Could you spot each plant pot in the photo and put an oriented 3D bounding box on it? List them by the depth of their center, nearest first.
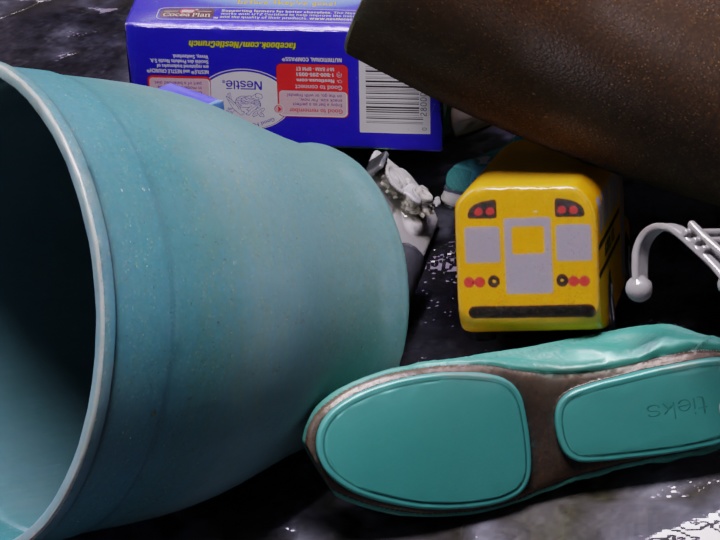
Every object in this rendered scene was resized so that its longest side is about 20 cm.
[{"bbox_3d":[-0.088,0.013,1.106,0.187,0.202,0.200,-2,17,-39],"label":"plant pot"},{"bbox_3d":[0.126,-0.116,1.142,0.199,0.187,0.187,35,34,3],"label":"plant pot"}]

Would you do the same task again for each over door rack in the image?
[{"bbox_3d":[0.221,0.042,1.071,0.200,0.067,0.147,33,24,36],"label":"over door rack"}]

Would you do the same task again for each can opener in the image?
[{"bbox_3d":[0.000,0.000,1.286,0.066,0.053,0.200,-36,15,22],"label":"can opener"}]

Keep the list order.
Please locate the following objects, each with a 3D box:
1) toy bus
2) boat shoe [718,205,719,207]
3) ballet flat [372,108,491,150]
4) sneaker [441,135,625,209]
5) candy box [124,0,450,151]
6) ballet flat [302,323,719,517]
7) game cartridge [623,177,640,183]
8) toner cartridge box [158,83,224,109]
[{"bbox_3d":[0.087,-0.015,1.204,0.065,0.079,0.200,-2,10,10],"label":"toy bus"},{"bbox_3d":[0.244,-0.039,1.273,0.199,0.071,0.072,1,-19,-30],"label":"boat shoe"},{"bbox_3d":[-0.008,-0.104,1.481,0.199,0.057,0.066,6,26,24],"label":"ballet flat"},{"bbox_3d":[0.109,-0.082,1.380,0.077,0.080,0.200,14,33,36],"label":"sneaker"},{"bbox_3d":[-0.030,-0.141,1.430,0.168,0.078,0.200,2,30,6],"label":"candy box"},{"bbox_3d":[0.070,0.063,1.116,0.198,0.068,0.070,-8,9,-9],"label":"ballet flat"},{"bbox_3d":[0.203,-0.082,1.300,0.198,0.133,0.042,-4,68,-13],"label":"game cartridge"},{"bbox_3d":[-0.149,-0.014,1.282,0.199,0.096,0.043,-28,32,-36],"label":"toner cartridge box"}]
